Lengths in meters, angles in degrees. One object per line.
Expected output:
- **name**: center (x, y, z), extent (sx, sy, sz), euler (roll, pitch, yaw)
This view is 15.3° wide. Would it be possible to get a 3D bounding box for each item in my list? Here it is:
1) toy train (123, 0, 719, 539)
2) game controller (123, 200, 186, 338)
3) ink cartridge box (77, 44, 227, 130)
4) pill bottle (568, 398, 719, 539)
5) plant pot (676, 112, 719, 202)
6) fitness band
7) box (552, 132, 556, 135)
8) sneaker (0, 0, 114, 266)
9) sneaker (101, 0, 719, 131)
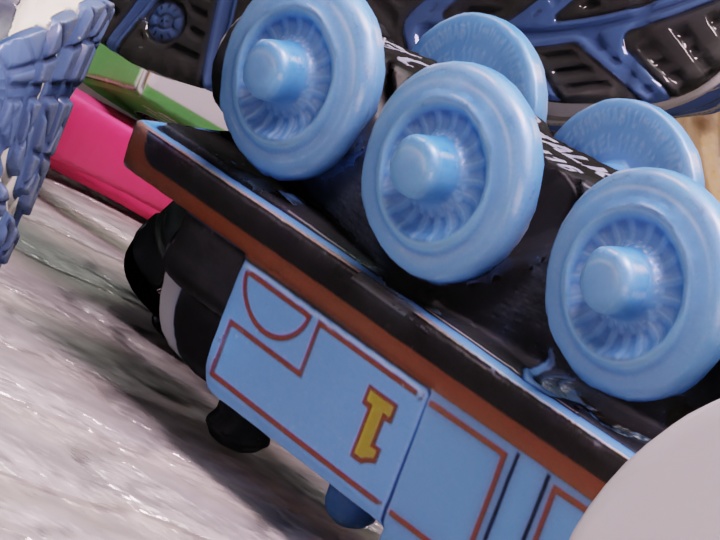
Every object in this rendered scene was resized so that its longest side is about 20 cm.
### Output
- **toy train**: center (0.026, 0.013, 0.578), extent (0.087, 0.115, 0.200), euler (8, 19, -47)
- **game controller**: center (0.000, 0.000, 0.804), extent (0.104, 0.042, 0.200), euler (44, 22, 0)
- **ink cartridge box**: center (-0.067, -0.087, 1.044), extent (0.146, 0.084, 0.200), euler (29, -6, -37)
- **pill bottle**: center (0.110, 0.078, 0.431), extent (0.114, 0.115, 0.200), euler (34, 5, 33)
- **plant pot**: center (0.205, -0.036, 0.887), extent (0.200, 0.201, 0.184), euler (32, -6, 20)
- **fitness band**: center (-0.033, -0.008, 0.925), extent (0.200, 0.037, 0.144), euler (30, 4, -27)
- **box**: center (0.077, -0.016, 0.828), extent (0.143, 0.036, 0.201), euler (73, 3, -83)
- **sneaker**: center (-0.113, -0.042, 0.629), extent (0.085, 0.077, 0.200), euler (23, -3, -11)
- **sneaker**: center (0.009, -0.069, 0.694), extent (0.199, 0.076, 0.077), euler (15, -5, 22)
